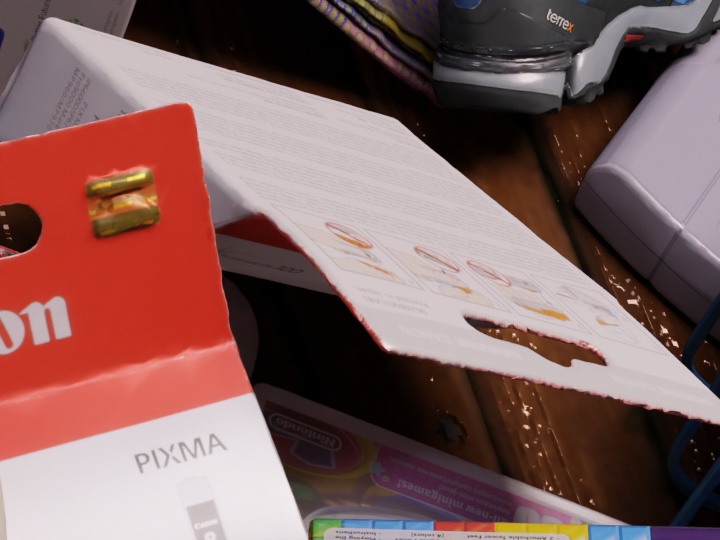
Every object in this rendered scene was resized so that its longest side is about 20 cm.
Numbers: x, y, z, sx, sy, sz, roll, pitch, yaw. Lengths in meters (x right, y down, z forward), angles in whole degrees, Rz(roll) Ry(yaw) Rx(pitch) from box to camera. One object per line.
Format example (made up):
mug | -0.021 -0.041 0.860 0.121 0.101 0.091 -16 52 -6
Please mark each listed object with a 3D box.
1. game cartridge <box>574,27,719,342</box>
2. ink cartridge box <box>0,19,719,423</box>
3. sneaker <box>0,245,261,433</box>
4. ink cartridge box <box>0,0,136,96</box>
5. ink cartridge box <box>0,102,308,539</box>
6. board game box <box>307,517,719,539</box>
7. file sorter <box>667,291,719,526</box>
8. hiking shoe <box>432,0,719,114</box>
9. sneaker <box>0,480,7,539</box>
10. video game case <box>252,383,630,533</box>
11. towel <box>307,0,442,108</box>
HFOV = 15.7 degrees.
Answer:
game cartridge | 0.186 -0.006 0.987 0.200 0.041 0.133 33 50 6
ink cartridge box | 0.000 0.000 0.803 0.160 0.047 0.200 14 21 -43
sneaker | -0.089 0.030 0.785 0.067 0.108 0.201 44 48 16
ink cartridge box | -0.174 -0.101 0.867 0.199 0.100 0.039 3 50 -23
ink cartridge box | -0.093 0.071 0.686 0.159 0.201 0.047 -14 15 -19
board game box | 0.082 0.130 0.591 0.199 0.057 0.166 1 36 3
file sorter | 0.168 0.090 0.835 0.138 0.123 0.201 21 46 -5
hiking shoe | 0.096 -0.126 0.992 0.074 0.087 0.200 10 27 29
sneaker | -0.131 -0.002 0.620 0.070 0.093 0.201 -16 88 -18
video game case | 0.008 0.137 0.791 0.143 0.018 0.201 22 49 -6
towel | -0.022 -0.158 0.969 0.200 0.023 0.144 38 35 -42
